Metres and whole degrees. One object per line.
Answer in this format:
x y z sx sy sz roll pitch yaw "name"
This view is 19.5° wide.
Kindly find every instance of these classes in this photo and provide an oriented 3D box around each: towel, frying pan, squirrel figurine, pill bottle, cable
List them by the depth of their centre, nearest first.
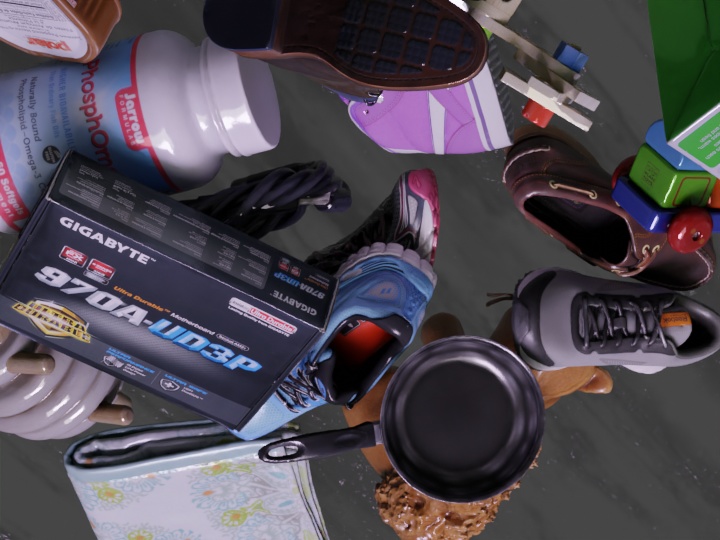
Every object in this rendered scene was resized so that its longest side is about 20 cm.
-0.160 -0.097 1.397 0.199 0.109 0.109 -14 135 14 "pill bottle"
0.037 0.121 1.432 0.190 0.031 0.115 -31 97 -3 "frying pan"
-0.108 -0.033 1.446 0.199 0.163 0.051 -12 94 14 "cable"
0.095 0.111 1.559 0.186 0.200 0.142 -30 122 25 "squirrel figurine"
-0.132 0.193 1.754 0.199 0.048 0.172 -6 136 7 "towel"

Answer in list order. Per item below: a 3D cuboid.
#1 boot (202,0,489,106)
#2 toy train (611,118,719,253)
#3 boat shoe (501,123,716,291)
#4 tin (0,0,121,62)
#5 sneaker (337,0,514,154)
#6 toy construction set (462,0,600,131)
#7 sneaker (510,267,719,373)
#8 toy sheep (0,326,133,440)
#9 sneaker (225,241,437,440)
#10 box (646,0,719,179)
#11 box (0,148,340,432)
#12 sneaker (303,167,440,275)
0.008 -0.144 1.309 0.199 0.075 0.097 16 178 31 "boot"
0.278 -0.080 1.455 0.199 0.085 0.116 -1 124 -34 "toy train"
0.179 -0.029 1.502 0.200 0.071 0.070 27 126 -28 "boat shoe"
-0.227 -0.195 1.297 0.112 0.042 0.200 16 159 34 "tin"
0.030 -0.146 1.376 0.114 0.073 0.201 -5 136 11 "sneaker"
0.126 -0.189 1.272 0.131 0.092 0.201 26 87 -24 "toy construction set"
0.183 0.035 1.498 0.200 0.074 0.079 4 173 -43 "sneaker"
-0.233 0.065 1.558 0.137 0.138 0.200 -22 138 22 "toy sheep"
-0.033 0.062 1.465 0.078 0.090 0.200 37 124 -21 "sneaker"
0.273 -0.133 1.296 0.176 0.201 0.097 29 130 -29 "box"
-0.134 0.018 1.384 0.199 0.046 0.159 26 142 -12 "box"
0.000 0.000 1.524 0.074 0.081 0.200 19 134 -16 "sneaker"
